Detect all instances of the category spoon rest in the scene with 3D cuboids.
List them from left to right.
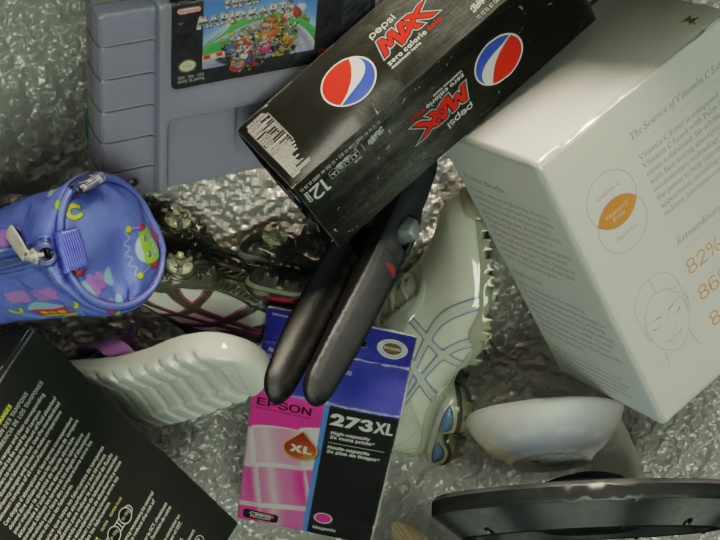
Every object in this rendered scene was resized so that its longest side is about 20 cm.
[{"bbox_3d":[0.138,0.107,1.096,0.099,0.061,0.200,-12,157,23],"label":"spoon rest"}]

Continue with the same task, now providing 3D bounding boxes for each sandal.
[{"bbox_3d":[-0.137,0.062,1.045,0.202,0.050,0.082,-9,144,32],"label":"sandal"}]

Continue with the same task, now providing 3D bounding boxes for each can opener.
[{"bbox_3d":[0.000,0.000,0.975,0.063,0.200,0.079,-13,127,35],"label":"can opener"}]

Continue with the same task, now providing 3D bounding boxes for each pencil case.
[{"bbox_3d":[-0.205,-0.005,0.947,0.200,0.087,0.078,-8,90,37],"label":"pencil case"}]

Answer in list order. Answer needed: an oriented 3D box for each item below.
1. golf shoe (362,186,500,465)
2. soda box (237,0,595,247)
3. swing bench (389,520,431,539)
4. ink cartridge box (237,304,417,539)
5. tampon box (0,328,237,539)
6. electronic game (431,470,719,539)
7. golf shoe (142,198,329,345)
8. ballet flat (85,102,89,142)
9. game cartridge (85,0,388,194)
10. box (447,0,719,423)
[{"bbox_3d":[0.033,0.036,1.069,0.097,0.078,0.200,7,117,-6],"label":"golf shoe"},{"bbox_3d":[0.033,-0.110,0.937,0.200,0.063,0.071,-41,143,-2],"label":"soda box"},{"bbox_3d":[0.050,0.307,1.166,0.199,0.130,0.200,31,111,-38],"label":"swing bench"},{"bbox_3d":[-0.025,0.103,1.069,0.095,0.037,0.200,12,137,1],"label":"ink cartridge box"},{"bbox_3d":[-0.209,0.146,1.020,0.150,0.126,0.200,-5,136,45],"label":"tampon box"},{"bbox_3d":[0.145,0.148,1.058,0.200,0.200,0.042,0,77,-9],"label":"electronic game"},{"bbox_3d":[-0.105,0.012,1.032,0.200,0.077,0.088,11,128,-11],"label":"golf shoe"},{"bbox_3d":[-0.109,-0.152,0.948,0.075,0.068,0.200,-3,126,-24],"label":"ballet flat"},{"bbox_3d":[-0.056,-0.114,0.946,0.200,0.038,0.130,-14,138,-22],"label":"game cartridge"},{"bbox_3d":[0.166,-0.040,0.997,0.152,0.106,0.200,-38,120,-15],"label":"box"}]
